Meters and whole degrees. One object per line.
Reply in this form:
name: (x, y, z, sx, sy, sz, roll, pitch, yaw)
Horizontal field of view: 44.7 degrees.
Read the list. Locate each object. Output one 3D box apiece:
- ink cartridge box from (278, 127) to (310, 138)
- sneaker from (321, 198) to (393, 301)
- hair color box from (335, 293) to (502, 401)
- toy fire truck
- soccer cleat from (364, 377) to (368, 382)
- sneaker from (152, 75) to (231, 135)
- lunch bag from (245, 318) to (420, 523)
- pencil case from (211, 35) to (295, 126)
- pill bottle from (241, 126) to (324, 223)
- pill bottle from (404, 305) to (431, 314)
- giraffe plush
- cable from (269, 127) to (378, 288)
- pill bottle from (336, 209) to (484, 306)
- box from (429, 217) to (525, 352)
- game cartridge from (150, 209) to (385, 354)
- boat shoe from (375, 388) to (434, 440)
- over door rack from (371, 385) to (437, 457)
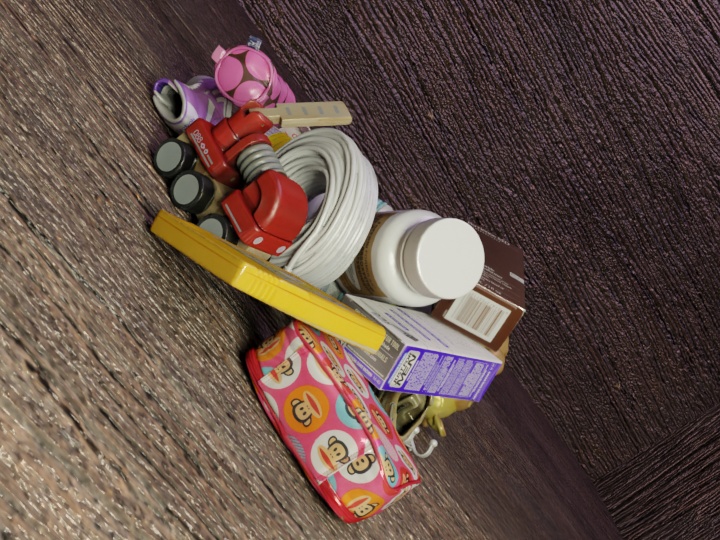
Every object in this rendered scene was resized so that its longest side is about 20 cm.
ink cartridge box: (-0.099, -0.144, 1.347, 0.116, 0.068, 0.200, 57, -14, 19)
sneaker: (0.000, 0.000, 1.157, 0.086, 0.200, 0.078, 34, -16, 7)
hair color box: (0.064, 0.093, 1.019, 0.200, 0.065, 0.109, 18, 16, -49)
toy fire truck: (-0.102, -0.117, 0.993, 0.176, 0.200, 0.129, 59, 17, 25)
soccer cleat: (-0.026, 0.120, 1.061, 0.200, 0.067, 0.077, -115, -161, -72)
sneaker: (-0.235, -0.240, 1.205, 0.114, 0.073, 0.201, 44, 14, -38)
lunch bag: (-0.020, 0.147, 0.879, 0.200, 0.082, 0.176, 57, 9, 17)
pencil case: (-0.149, -0.262, 1.245, 0.094, 0.091, 0.200, 31, 0, 4)
pill bottle: (-0.093, -0.118, 1.210, 0.200, 0.104, 0.104, 37, 3, 18)
pill bottle: (0.116, 0.068, 1.232, 0.111, 0.111, 0.200, 53, 32, -9)
giraffe plush: (0.127, 0.162, 1.352, 0.173, 0.200, 0.162, -61, 151, -60)
cable: (-0.065, -0.072, 1.061, 0.069, 0.200, 0.200, 34, 21, -42)
pill bottle: (0.054, -0.015, 1.038, 0.114, 0.114, 0.200, 52, -20, -18)
box: (0.157, 0.014, 1.144, 0.100, 0.075, 0.200, 28, 23, -4)
game cartridge: (-0.092, 0.008, 0.856, 0.176, 0.032, 0.200, 28, -2, 45)
boat shoe: (0.060, 0.159, 1.061, 0.072, 0.076, 0.200, 51, 32, -11)
over door rack: (0.035, 0.148, 1.210, 0.148, 0.067, 0.200, 45, 14, -52)
